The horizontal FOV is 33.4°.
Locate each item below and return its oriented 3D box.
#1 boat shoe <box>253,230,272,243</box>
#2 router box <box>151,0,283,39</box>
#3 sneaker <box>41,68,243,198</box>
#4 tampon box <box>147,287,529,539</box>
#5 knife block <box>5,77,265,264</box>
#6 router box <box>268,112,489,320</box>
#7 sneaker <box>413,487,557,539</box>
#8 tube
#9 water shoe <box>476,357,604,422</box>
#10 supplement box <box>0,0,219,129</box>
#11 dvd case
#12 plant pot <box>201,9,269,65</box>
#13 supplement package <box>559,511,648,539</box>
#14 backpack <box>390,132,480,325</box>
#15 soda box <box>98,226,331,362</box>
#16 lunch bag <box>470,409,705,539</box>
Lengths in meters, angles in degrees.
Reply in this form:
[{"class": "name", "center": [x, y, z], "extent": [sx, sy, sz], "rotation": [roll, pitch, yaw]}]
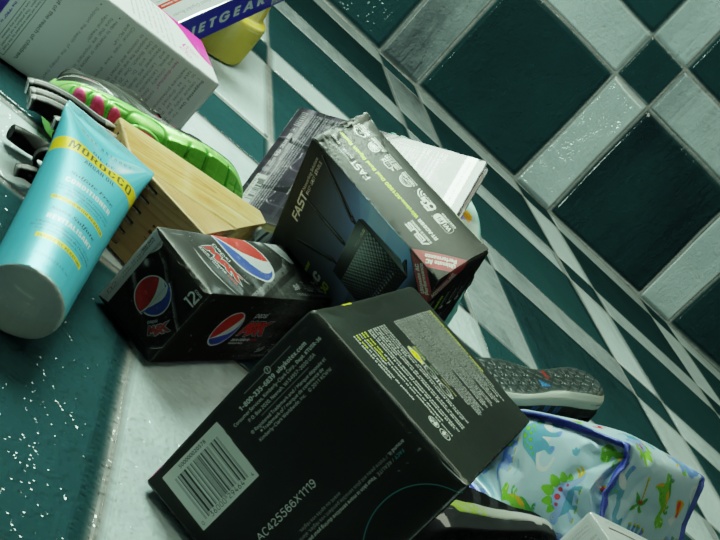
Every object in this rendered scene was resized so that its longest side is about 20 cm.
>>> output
[{"class": "boat shoe", "center": [-0.083, -0.073, 1.198], "extent": [0.066, 0.072, 0.200], "rotation": [44, 21, -7]}, {"class": "router box", "center": [-0.212, -0.370, 1.449], "extent": [0.199, 0.049, 0.180], "rotation": [-32, 73, -32]}, {"class": "sneaker", "center": [-0.176, -0.108, 1.010], "extent": [0.199, 0.077, 0.084], "rotation": [37, 20, -33]}, {"class": "tampon box", "center": [-0.003, 0.110, 0.739], "extent": [0.127, 0.150, 0.200], "rotation": [47, 14, 10]}, {"class": "knife block", "center": [-0.177, -0.070, 0.923], "extent": [0.176, 0.064, 0.200], "rotation": [47, 15, 6]}, {"class": "router box", "center": [0.000, 0.000, 0.962], "extent": [0.062, 0.201, 0.150], "rotation": [-27, 67, -37]}, {"class": "sneaker", "center": [0.080, 0.186, 0.923], "extent": [0.199, 0.072, 0.083], "rotation": [29, 20, -48]}, {"class": "tube", "center": [-0.182, -0.036, 0.757], "extent": [0.077, 0.050, 0.201], "rotation": [45, 26, -22]}, {"class": "water shoe", "center": [0.176, 0.149, 1.306], "extent": [0.197, 0.080, 0.072], "rotation": [8, 26, -24]}, {"class": "supplement box", "center": [-0.235, -0.205, 1.060], "extent": [0.199, 0.104, 0.102], "rotation": [34, 17, -32]}, {"class": "dvd case", "center": [-0.002, -0.073, 1.091], "extent": [0.197, 0.150, 0.016], "rotation": [18, -37, 20]}, {"class": "plant pot", "center": [-0.180, -0.416, 1.620], "extent": [0.200, 0.189, 0.201], "rotation": [41, 14, -12]}, {"class": "supplement package", "center": [0.208, 0.301, 0.885], "extent": [0.113, 0.110, 0.201], "rotation": [31, 19, -43]}, {"class": "backpack", "center": [0.032, -0.025, 1.173], "extent": [0.151, 0.177, 0.201], "rotation": [17, 26, -25]}, {"class": "soda box", "center": [-0.099, 0.021, 0.878], "extent": [0.063, 0.071, 0.199], "rotation": [48, 14, 17]}, {"class": "lunch bag", "center": [0.179, 0.193, 1.085], "extent": [0.198, 0.129, 0.169], "rotation": [18, -7, 42]}]
